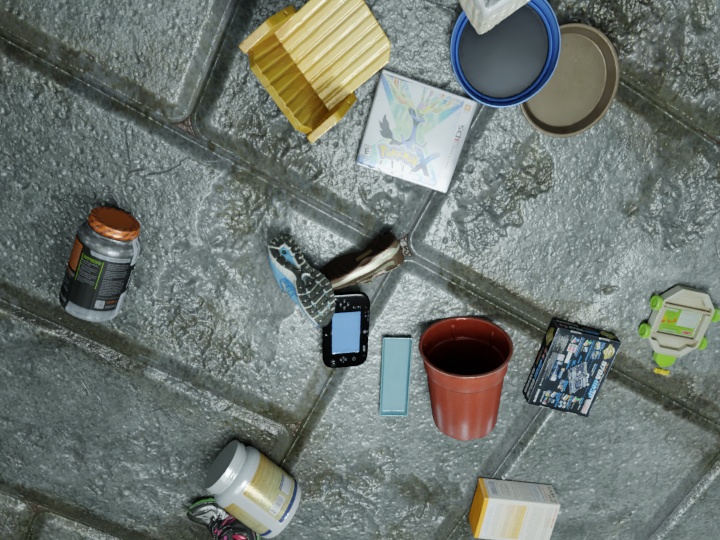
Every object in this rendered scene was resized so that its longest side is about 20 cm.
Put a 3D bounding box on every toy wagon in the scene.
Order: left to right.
[{"bbox_3d":[0.700,0.136,1.300,0.150,0.040,0.206,11,111,-6],"label":"toy wagon"}]

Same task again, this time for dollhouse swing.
[{"bbox_3d":[-0.063,-0.376,1.013,0.173,0.183,0.202,-27,111,31],"label":"dollhouse swing"}]

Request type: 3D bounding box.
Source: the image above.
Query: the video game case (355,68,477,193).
[{"bbox_3d":[0.106,-0.267,1.132,0.194,0.022,0.187,15,110,-7],"label":"video game case"}]

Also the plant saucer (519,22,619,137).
[{"bbox_3d":[0.389,-0.357,1.102,0.193,0.030,0.206,0,111,-1],"label":"plant saucer"}]

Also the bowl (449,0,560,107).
[{"bbox_3d":[0.260,-0.403,1.055,0.194,0.039,0.207,2,104,8],"label":"bowl"}]

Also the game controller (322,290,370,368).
[{"bbox_3d":[-0.032,0.129,1.253,0.101,0.043,0.205,2,125,-1],"label":"game controller"}]

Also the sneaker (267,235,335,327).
[{"bbox_3d":[-0.122,0.027,1.191,0.077,0.090,0.203,-30,82,-28],"label":"sneaker"}]

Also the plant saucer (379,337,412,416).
[{"bbox_3d":[0.080,0.242,1.332,0.067,0.019,0.206,1,112,-2],"label":"plant saucer"}]

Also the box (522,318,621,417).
[{"bbox_3d":[0.476,0.224,1.322,0.154,0.046,0.206,12,110,-7],"label":"box"}]

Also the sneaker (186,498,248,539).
[{"bbox_3d":[-0.336,0.631,1.434,0.197,0.084,0.078,31,107,-13],"label":"sneaker"}]

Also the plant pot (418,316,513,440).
[{"bbox_3d":[0.225,0.240,1.253,0.194,0.203,0.200,-6,120,0],"label":"plant pot"}]

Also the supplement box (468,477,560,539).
[{"bbox_3d":[0.381,0.599,1.451,0.193,0.074,0.130,8,111,-5],"label":"supplement box"}]

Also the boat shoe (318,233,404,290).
[{"bbox_3d":[0.001,0.004,1.209,0.198,0.076,0.075,-25,128,15],"label":"boat shoe"}]

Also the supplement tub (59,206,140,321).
[{"bbox_3d":[-0.513,-0.013,1.156,0.120,0.123,0.204,23,109,-11],"label":"supplement tub"}]

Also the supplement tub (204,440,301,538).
[{"bbox_3d":[-0.250,0.506,1.356,0.144,0.145,0.200,-43,107,14],"label":"supplement tub"}]

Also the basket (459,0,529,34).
[{"bbox_3d":[0.230,-0.528,0.933,0.195,0.161,0.203,-31,90,10],"label":"basket"}]
